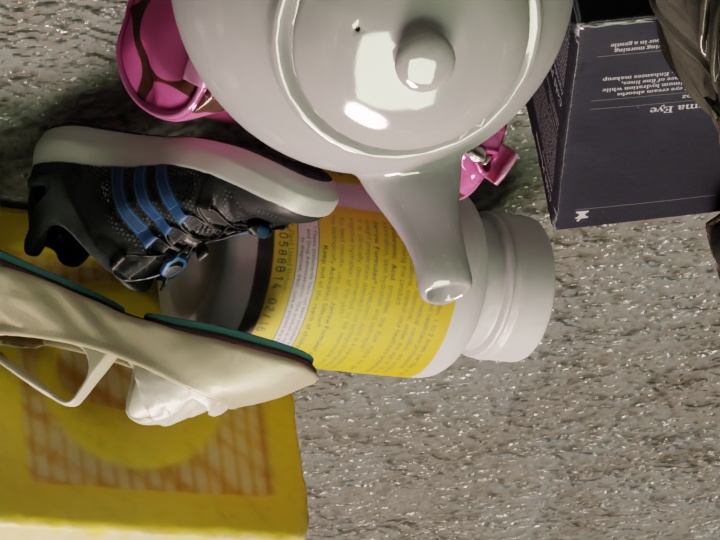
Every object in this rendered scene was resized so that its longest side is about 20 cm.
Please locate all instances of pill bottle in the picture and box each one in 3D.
[{"bbox_3d":[0.000,0.000,1.584,0.199,0.112,0.111,6,147,-24],"label":"pill bottle"}]

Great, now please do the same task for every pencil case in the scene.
[{"bbox_3d":[-0.018,-0.092,1.439,0.199,0.094,0.091,12,120,-34],"label":"pencil case"}]

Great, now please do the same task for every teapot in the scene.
[{"bbox_3d":[0.012,-0.123,1.281,0.200,0.146,0.198,32,106,-24],"label":"teapot"}]

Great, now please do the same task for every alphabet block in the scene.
[{"bbox_3d":[-0.160,0.101,1.634,0.195,0.197,0.200,4,148,-25],"label":"alphabet block"}]

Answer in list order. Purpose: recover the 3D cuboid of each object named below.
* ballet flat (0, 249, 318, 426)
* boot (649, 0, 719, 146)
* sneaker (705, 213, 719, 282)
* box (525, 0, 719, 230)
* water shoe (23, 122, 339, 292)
[{"bbox_3d":[-0.121,0.044,1.492,0.199,0.070,0.070,18,153,13],"label":"ballet flat"},{"bbox_3d":[0.154,-0.131,1.244,0.067,0.131,0.201,-17,122,2],"label":"boot"},{"bbox_3d":[0.222,-0.033,1.411,0.106,0.075,0.200,-13,151,0],"label":"sneaker"},{"bbox_3d":[0.186,-0.119,1.435,0.199,0.104,0.182,-6,149,-5],"label":"box"},{"bbox_3d":[-0.089,-0.025,1.470,0.200,0.079,0.071,9,176,45],"label":"water shoe"}]
